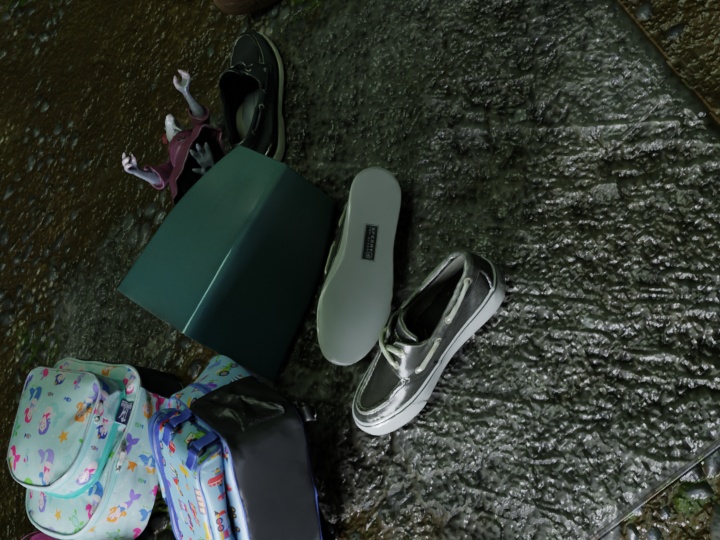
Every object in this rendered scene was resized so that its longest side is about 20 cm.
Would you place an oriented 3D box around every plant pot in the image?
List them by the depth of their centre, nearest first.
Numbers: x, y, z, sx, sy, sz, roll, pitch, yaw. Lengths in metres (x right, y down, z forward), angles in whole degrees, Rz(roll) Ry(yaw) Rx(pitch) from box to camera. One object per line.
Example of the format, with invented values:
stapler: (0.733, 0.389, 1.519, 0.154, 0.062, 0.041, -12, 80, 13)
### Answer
plant pot: (-0.127, -0.018, 1.195, 0.141, 0.141, 0.202, 24, 83, 44)

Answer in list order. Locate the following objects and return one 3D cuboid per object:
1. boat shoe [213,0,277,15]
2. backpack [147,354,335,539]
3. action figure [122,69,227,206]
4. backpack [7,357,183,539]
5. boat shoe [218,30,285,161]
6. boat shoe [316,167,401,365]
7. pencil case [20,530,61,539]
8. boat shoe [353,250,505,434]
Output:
boat shoe: (-0.099, -0.389, 1.366, 0.199, 0.071, 0.065, -34, 47, 18)
backpack: (-0.130, 0.184, 1.084, 0.199, 0.133, 0.185, 27, 132, 52)
action figure: (-0.192, -0.137, 1.340, 0.134, 0.148, 0.200, -51, 28, 6)
backpack: (-0.301, 0.203, 1.261, 0.176, 0.150, 0.203, 2, 80, 41)
boat shoe: (-0.136, -0.210, 1.323, 0.074, 0.066, 0.202, -23, 59, 34)
boat shoe: (0.000, 0.000, 1.121, 0.064, 0.070, 0.203, 125, 160, -73)
pencil case: (-0.316, 0.358, 1.242, 0.198, 0.093, 0.092, 12, 81, 44)
boat shoe: (0.048, 0.064, 1.036, 0.201, 0.063, 0.071, -53, 46, 13)
